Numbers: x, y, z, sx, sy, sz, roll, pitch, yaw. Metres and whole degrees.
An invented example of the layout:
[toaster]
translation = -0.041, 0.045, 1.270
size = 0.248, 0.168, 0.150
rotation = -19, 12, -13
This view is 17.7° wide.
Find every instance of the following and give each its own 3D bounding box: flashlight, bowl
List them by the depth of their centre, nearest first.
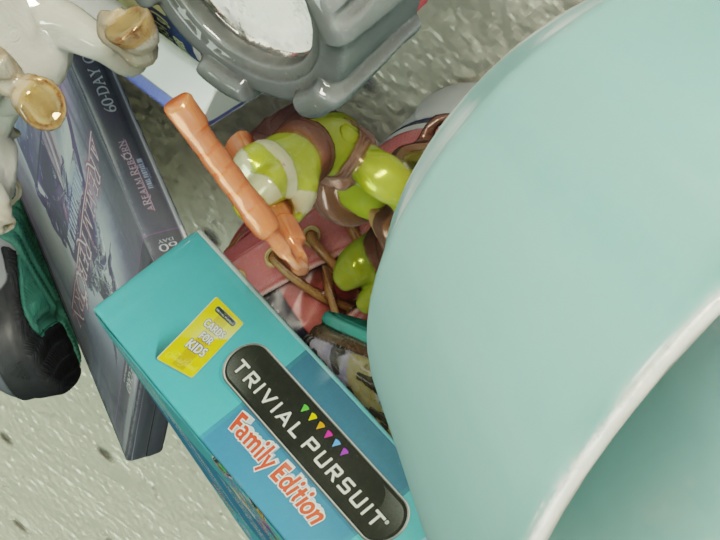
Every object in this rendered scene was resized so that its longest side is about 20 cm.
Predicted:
[flashlight]
translation = 0.030, -0.119, 0.530
size = 0.068, 0.200, 0.068
rotation = 31, 148, 18
[bowl]
translation = 0.080, 0.007, 0.543
size = 0.105, 0.200, 0.201
rotation = 47, 156, 32

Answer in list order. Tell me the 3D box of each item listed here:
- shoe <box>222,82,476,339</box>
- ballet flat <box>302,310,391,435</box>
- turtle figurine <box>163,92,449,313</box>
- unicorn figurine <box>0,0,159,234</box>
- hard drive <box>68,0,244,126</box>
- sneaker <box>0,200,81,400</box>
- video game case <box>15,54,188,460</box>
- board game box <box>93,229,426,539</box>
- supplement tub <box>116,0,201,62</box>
[shoe]
translation = 0.000, 0.000, 0.825
size = 0.072, 0.091, 0.200
rotation = 51, 149, -14
[ballet flat]
translation = 0.067, 0.072, 0.771
size = 0.200, 0.072, 0.072
rotation = 17, 156, -19
[turtle figurine]
translation = 0.016, -0.017, 0.678
size = 0.200, 0.065, 0.161
rotation = 27, 179, -23
[unicorn figurine]
translation = -0.117, -0.072, 0.643
size = 0.137, 0.074, 0.200
rotation = 18, 141, 61
[hard drive]
translation = -0.092, -0.130, 0.734
size = 0.200, 0.132, 0.025
rotation = 37, 124, 10
[sneaker]
translation = -0.170, 0.010, 0.954
size = 0.200, 0.087, 0.075
rotation = -117, 3, -64
[video game case]
translation = -0.110, -0.046, 0.875
size = 0.143, 0.019, 0.201
rotation = 107, 143, -57
[board game box]
translation = 0.007, 0.097, 0.743
size = 0.200, 0.047, 0.151
rotation = 45, 169, 38
[supplement tub]
translation = -0.062, -0.160, 0.642
size = 0.200, 0.145, 0.145
rotation = 37, 149, 10
